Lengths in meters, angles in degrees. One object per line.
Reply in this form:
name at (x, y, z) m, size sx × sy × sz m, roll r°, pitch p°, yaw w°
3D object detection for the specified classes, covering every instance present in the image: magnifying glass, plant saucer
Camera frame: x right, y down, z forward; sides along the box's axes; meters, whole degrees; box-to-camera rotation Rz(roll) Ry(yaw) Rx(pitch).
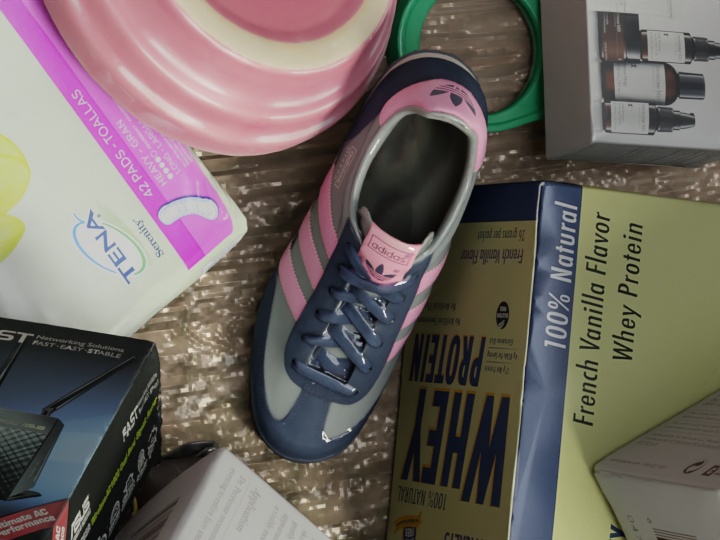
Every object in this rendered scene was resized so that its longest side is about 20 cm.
magnifying glass at (0.106, -0.096, 1.397) m, size 0.199 × 0.022 × 0.080 m, roll 9°, pitch 86°, yaw -20°
plant saucer at (-0.055, -0.153, 1.277) m, size 0.200 × 0.051 × 0.202 m, roll 13°, pitch 69°, yaw -37°

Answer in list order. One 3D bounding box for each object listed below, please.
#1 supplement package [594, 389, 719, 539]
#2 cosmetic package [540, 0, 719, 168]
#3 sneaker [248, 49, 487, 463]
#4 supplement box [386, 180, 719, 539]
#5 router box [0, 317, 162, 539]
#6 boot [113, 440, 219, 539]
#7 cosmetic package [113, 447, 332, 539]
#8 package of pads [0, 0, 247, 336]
supplement package at (0.223, 0.091, 1.245) m, size 0.199 × 0.117 × 0.117 m, roll -28°, pitch 100°, yaw -20°
cosmetic package at (0.130, -0.152, 1.375) m, size 0.082 × 0.051 × 0.201 m, roll 2°, pitch 81°, yaw -26°
sneaker at (0.000, 0.000, 1.295) m, size 0.070 × 0.082 × 0.201 m, roll 18°, pitch 102°, yaw -7°
supplement box at (0.133, 0.068, 1.344) m, size 0.199 × 0.134 × 0.201 m, roll 6°, pitch 87°, yaw -23°
router box at (-0.193, 0.076, 1.158) m, size 0.199 × 0.150 × 0.062 m, roll 9°, pitch 121°, yaw 10°
boot at (-0.130, 0.140, 1.212) m, size 0.173 × 0.069 × 0.201 m, roll 4°, pitch 45°, yaw -7°
cosmetic package at (-0.018, 0.176, 1.160) m, size 0.200 × 0.074 × 0.102 m, roll 44°, pitch 36°, yaw -11°
package of pads at (-0.165, -0.046, 1.258) m, size 0.154 × 0.068 × 0.200 m, roll -41°, pitch 104°, yaw -18°
